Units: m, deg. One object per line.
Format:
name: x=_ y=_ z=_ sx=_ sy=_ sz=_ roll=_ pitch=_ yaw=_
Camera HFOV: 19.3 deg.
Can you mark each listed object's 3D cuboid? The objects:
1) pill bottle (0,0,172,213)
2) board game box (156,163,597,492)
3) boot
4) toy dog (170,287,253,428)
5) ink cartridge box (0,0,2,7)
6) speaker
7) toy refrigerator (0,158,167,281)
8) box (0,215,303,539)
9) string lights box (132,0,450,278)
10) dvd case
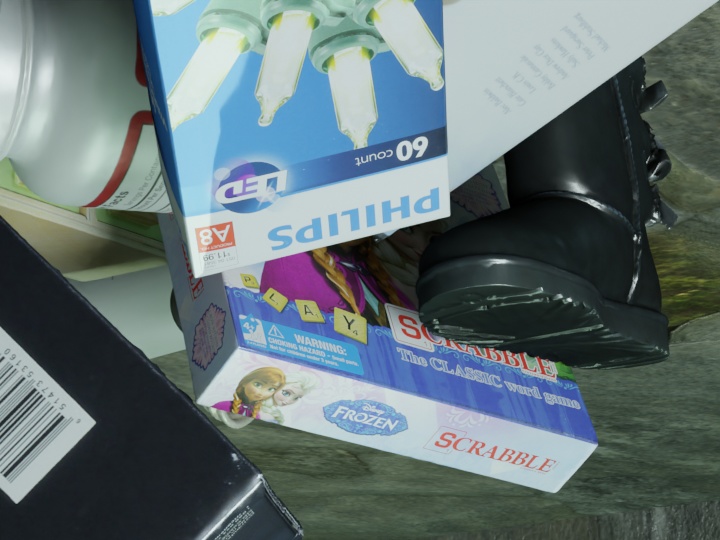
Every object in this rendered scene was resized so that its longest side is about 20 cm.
pill bottle: x=-0.080 y=-0.080 z=0.887 sx=0.199 sy=0.113 sz=0.112 roll=4 pitch=164 yaw=-29
board game box: x=0.000 y=0.000 z=1.010 sx=0.199 sy=0.200 sz=0.041 roll=16 pitch=127 yaw=-31
boot: x=0.083 y=-0.046 z=0.969 sx=0.073 sy=0.163 sz=0.198 roll=-12 pitch=164 yaw=31
toy dog: x=0.003 y=0.010 z=1.145 sx=0.096 sy=0.200 sz=0.132 roll=29 pitch=146 yaw=39
ink cartridge box: x=-0.218 y=-0.115 z=0.709 sx=0.199 sy=0.050 sz=0.162 roll=17 pitch=163 yaw=-8
speaker: x=-0.089 y=0.002 z=1.284 sx=0.200 sy=0.082 sz=0.081 roll=-16 pitch=162 yaw=38
toy refrigerator: x=-0.170 y=-0.053 z=1.049 sx=0.070 sy=0.076 sz=0.200 roll=-11 pitch=164 yaw=27
box: x=-0.142 y=0.087 z=0.999 sx=0.123 sy=0.200 sz=0.198 roll=-45 pitch=167 yaw=-6
string lights box: x=-0.027 y=-0.096 z=0.730 sx=0.102 sy=0.059 sz=0.200 roll=-14 pitch=137 yaw=-8
dvd case: x=0.044 y=-0.099 z=0.818 sx=0.200 sy=0.018 sz=0.143 roll=-35 pitch=141 yaw=17
